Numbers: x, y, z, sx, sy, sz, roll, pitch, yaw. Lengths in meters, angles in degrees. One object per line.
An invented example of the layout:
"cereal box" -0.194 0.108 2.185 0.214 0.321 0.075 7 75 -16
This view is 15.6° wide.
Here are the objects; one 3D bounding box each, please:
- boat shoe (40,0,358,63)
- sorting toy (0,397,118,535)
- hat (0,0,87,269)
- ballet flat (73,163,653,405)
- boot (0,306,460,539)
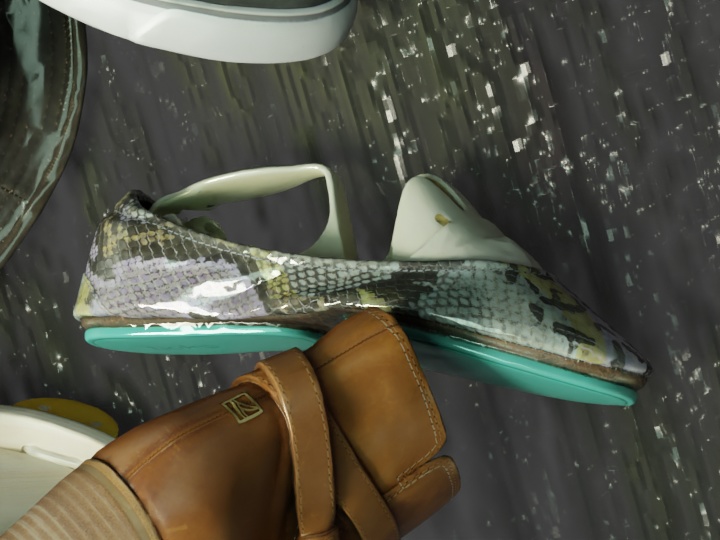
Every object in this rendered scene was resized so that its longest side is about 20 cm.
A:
"boat shoe" -0.092 -0.124 0.832 0.200 0.069 0.057 21 131 0
"sorting toy" -0.160 0.144 0.928 0.200 0.107 0.180 2 121 -14
"hat" -0.183 -0.056 0.865 0.200 0.081 0.201 -2 102 -10
"ballet flat" 0.000 0.000 0.853 0.200 0.072 0.072 5 105 23
"boot" -0.040 0.104 0.832 0.077 0.155 0.200 41 157 36
